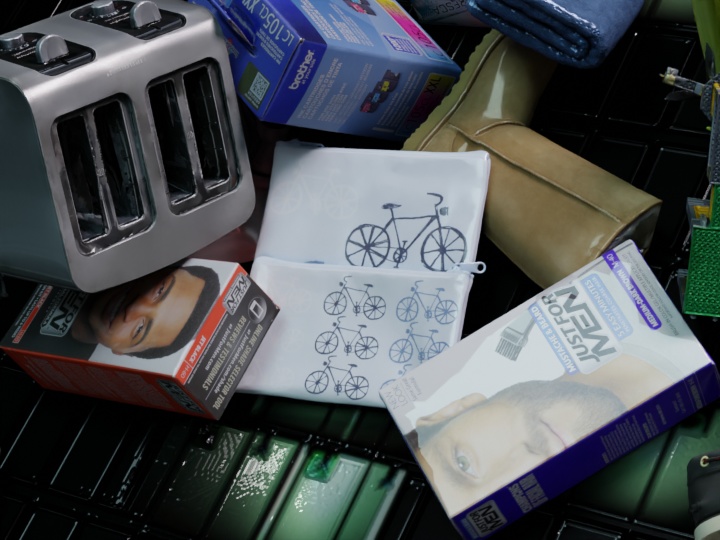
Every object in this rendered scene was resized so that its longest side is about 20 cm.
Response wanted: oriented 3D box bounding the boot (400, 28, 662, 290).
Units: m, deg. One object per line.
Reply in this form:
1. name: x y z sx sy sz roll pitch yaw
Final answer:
1. boot: 0.144 -0.083 1.482 0.200 0.066 0.175 36 88 40

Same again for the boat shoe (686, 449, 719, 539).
1. boat shoe: 0.296 0.120 1.251 0.200 0.074 0.063 -16 59 19

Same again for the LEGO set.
1. LEGO set: 0.276 -0.049 1.342 0.153 0.201 0.116 -2 13 7

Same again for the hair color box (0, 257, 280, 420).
1. hair color box: -0.164 0.042 1.505 0.199 0.061 0.102 6 58 42

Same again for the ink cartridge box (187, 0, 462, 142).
1. ink cartridge box: -0.042 -0.169 1.532 0.137 0.199 0.077 49 122 37

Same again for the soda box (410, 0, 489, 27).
1. soda box: 0.100 -0.291 1.651 0.068 0.064 0.201 8 59 29

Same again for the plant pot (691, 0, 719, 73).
1. plant pot: 0.356 -0.192 1.379 0.198 0.200 0.182 18 59 34

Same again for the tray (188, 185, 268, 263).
1. tray: -0.121 -0.084 1.629 0.107 0.022 0.201 -13 52 15

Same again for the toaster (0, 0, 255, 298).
1. toaster: -0.187 -0.086 1.469 0.180 0.201 0.118 -25 25 -36

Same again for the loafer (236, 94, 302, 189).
1. loafer: -0.072 -0.158 1.622 0.071 0.063 0.201 2 53 -11

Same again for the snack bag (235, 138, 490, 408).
1. snack bag: 0.000 0.000 1.476 0.188 0.021 0.201 5 75 29

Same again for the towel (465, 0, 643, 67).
1. towel: 0.161 -0.225 1.521 0.111 0.049 0.200 30 41 4

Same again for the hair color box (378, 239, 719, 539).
1. hair color box: 0.126 0.081 1.356 0.199 0.065 0.110 -32 60 2
